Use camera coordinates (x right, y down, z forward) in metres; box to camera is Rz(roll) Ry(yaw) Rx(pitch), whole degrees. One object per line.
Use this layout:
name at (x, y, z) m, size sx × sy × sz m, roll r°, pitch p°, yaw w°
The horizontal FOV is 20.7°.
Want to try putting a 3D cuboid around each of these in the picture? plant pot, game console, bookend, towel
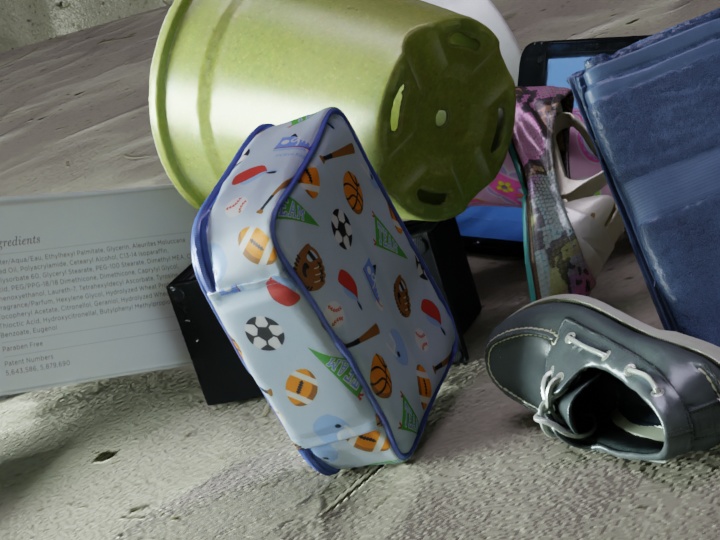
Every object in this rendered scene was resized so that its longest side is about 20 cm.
plant pot at (-0.005, -0.112, 1.301) m, size 0.183 × 0.202 × 0.200 m, roll 15°, pitch 35°, yaw 42°
game console at (0.141, -0.098, 1.522) m, size 0.116 × 0.178 × 0.199 m, roll 5°, pitch 2°, yaw -32°
bookend at (0.000, 0.000, 1.388) m, size 0.199 × 0.093 × 0.199 m, roll -11°, pitch 17°, yaw 25°
towel at (0.202, -0.042, 1.114) m, size 0.111 × 0.201 × 0.049 m, roll -20°, pitch -15°, yaw 0°

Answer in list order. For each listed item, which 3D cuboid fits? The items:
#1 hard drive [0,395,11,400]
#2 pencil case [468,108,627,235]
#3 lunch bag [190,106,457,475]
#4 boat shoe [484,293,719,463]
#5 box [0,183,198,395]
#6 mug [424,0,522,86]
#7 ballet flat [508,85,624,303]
hard drive at (-0.304, 0.065, 1.645) m, size 0.139 × 0.038 × 0.200 m, roll -21°, pitch 15°, yaw -5°
pencil case at (0.129, -0.075, 1.397) m, size 0.198 × 0.088 × 0.087 m, roll 8°, pitch 23°, yaw 13°
lunch bag at (-0.015, 0.013, 1.170) m, size 0.075 × 0.201 × 0.161 m, roll -13°, pitch 29°, yaw 26°
boat shoe at (0.123, 0.061, 1.069) m, size 0.061 × 0.073 × 0.199 m, roll -24°, pitch 21°, yaw -31°
box at (-0.237, 0.020, 1.408) m, size 0.199 × 0.132 × 0.198 m, roll -8°, pitch -1°, yaw -41°
mug at (0.046, -0.148, 1.788) m, size 0.175 × 0.148 × 0.200 m, roll -30°, pitch -13°, yaw -10°
ballet flat at (0.133, -0.047, 1.286) m, size 0.071 × 0.069 × 0.201 m, roll -15°, pitch 51°, yaw 10°
